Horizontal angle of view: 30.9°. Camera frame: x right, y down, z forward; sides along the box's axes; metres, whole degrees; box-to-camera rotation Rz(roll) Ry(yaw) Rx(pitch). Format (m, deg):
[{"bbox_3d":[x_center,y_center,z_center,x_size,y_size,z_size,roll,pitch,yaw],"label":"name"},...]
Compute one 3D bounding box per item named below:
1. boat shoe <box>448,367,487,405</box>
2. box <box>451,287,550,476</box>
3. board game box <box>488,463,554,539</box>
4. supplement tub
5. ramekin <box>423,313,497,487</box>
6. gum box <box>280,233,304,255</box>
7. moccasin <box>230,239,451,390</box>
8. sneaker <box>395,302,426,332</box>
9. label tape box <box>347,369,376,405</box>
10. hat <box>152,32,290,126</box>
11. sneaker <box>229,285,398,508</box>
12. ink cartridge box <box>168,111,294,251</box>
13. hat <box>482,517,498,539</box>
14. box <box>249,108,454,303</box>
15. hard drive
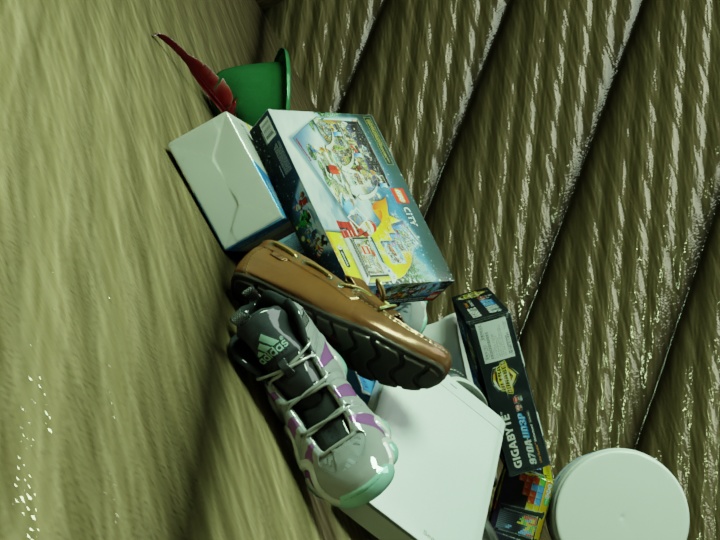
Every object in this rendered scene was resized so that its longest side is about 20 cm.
[{"bbox_3d":[0.089,0.145,1.292,0.200,0.075,0.060,75,-6,-53],"label":"boat shoe"},{"bbox_3d":[0.142,0.108,1.347,0.200,0.046,0.160,-100,175,-83],"label":"box"},{"bbox_3d":[0.159,0.286,1.387,0.056,0.166,0.200,16,-1,8],"label":"board game box"},{"bbox_3d":[0.255,0.247,1.315,0.132,0.132,0.200,60,-1,11],"label":"supplement tub"},{"bbox_3d":[0.087,0.157,1.483,0.200,0.097,0.201,-14,90,-84],"label":"ramekin"},{"bbox_3d":[-0.039,0.022,1.565,0.201,0.044,0.170,60,5,-7],"label":"gum box"},{"bbox_3d":[-0.011,0.035,1.101,0.201,0.078,0.074,25,-36,20],"label":"moccasin"},{"bbox_3d":[0.000,0.000,1.318,0.201,0.078,0.140,60,16,-10],"label":"sneaker"},{"bbox_3d":[-0.017,0.097,1.244,0.144,0.066,0.200,63,7,27],"label":"label tape box"},{"bbox_3d":[-0.185,-0.213,1.643,0.166,0.175,0.201,-115,-149,-63],"label":"hat"},{"bbox_3d":[-0.051,0.082,0.975,0.140,0.078,0.200,54,-2,-36],"label":"sneaker"},{"bbox_3d":[-0.114,-0.082,1.290,0.117,0.067,0.200,61,5,3],"label":"ink cartridge box"},{"bbox_3d":[0.085,0.257,1.221,0.201,0.081,0.201,59,4,-7],"label":"hat"},{"bbox_3d":[-0.008,-0.061,1.233,0.136,0.038,0.201,-2,58,-44],"label":"box"},{"bbox_3d":[0.057,0.162,1.112,0.132,0.027,0.200,39,35,-12],"label":"hard drive"}]
